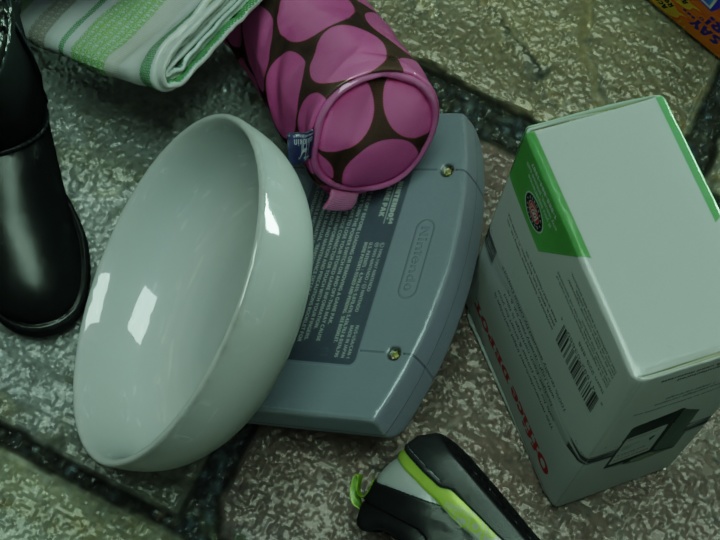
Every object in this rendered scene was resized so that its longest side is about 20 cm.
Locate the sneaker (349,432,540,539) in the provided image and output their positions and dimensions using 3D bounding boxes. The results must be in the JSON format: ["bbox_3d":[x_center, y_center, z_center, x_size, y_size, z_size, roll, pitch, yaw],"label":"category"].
[{"bbox_3d":[0.071,0.182,0.908,0.083,0.072,0.200,-42,72,6],"label":"sneaker"}]

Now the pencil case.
[{"bbox_3d":[-0.032,-0.127,0.985,0.090,0.094,0.201,0,36,-26],"label":"pencil case"}]

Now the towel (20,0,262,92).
[{"bbox_3d":[-0.132,-0.185,1.007,0.199,0.031,0.149,24,65,42],"label":"towel"}]

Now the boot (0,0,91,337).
[{"bbox_3d":[-0.207,-0.079,0.940,0.073,0.163,0.200,-11,67,-7],"label":"boot"}]

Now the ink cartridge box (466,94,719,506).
[{"bbox_3d":[0.131,0.022,0.898,0.083,0.200,0.147,-16,68,-14],"label":"ink cartridge box"}]

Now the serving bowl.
[{"bbox_3d":[-0.084,0.019,0.908,0.065,0.199,0.202,23,62,-30],"label":"serving bowl"}]

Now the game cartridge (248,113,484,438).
[{"bbox_3d":[0.000,0.000,0.958,0.132,0.042,0.202,5,64,26],"label":"game cartridge"}]

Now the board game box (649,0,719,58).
[{"bbox_3d":[0.321,-0.231,1.021,0.200,0.200,0.200,42,70,14],"label":"board game box"}]
